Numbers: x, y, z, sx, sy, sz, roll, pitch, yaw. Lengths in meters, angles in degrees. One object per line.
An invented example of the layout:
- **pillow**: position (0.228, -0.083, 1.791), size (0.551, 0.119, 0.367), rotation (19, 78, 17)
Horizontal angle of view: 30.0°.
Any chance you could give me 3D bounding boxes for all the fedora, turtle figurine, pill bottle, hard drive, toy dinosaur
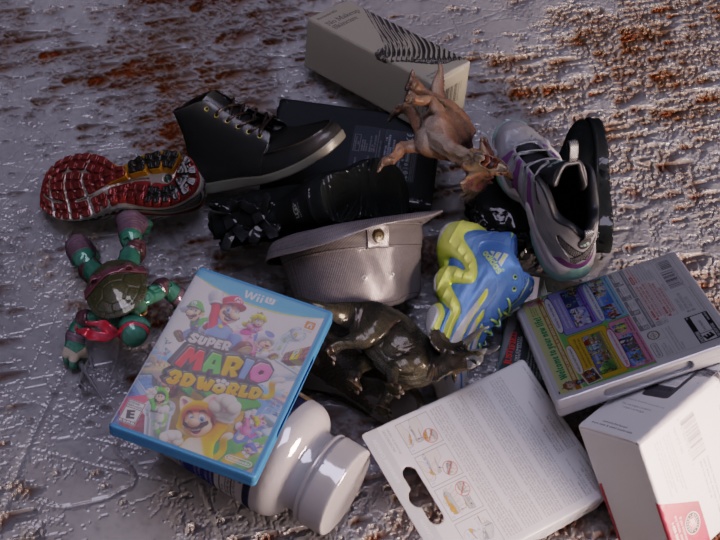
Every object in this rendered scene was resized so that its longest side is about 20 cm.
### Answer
- **fedora**: position (0.000, 0.000, 1.412), size (0.198, 0.176, 0.091), rotation (-8, 84, -39)
- **turtle figurine**: position (-0.244, 0.031, 1.393), size (0.148, 0.101, 0.201), rotation (-12, 49, -13)
- **pill bottle**: position (-0.096, 0.162, 1.282), size (0.199, 0.120, 0.120), rotation (28, 56, 16)
- **hard drive**: position (-0.009, -0.131, 1.567), size (0.198, 0.033, 0.141), rotation (9, 53, 2)
- **toy dinosaur**: position (0.027, 0.076, 1.328), size (0.199, 0.077, 0.102), rotation (27, 55, 22)
- **toy dinosaur**: position (0.099, -0.145, 1.463), size (0.134, 0.086, 0.201), rotation (21, 33, -8)

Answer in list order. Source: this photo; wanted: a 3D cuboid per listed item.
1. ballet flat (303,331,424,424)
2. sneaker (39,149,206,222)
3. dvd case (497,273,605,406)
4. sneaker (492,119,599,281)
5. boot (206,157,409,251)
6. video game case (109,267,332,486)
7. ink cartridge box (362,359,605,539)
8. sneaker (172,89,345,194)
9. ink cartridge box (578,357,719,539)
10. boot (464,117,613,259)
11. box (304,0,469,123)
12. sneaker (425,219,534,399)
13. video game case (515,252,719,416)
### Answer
- **ballet flat**: position (-0.018, 0.101, 1.383), size (0.199, 0.068, 0.046), rotation (27, 14, 19)
- **sneaker**: position (-0.264, -0.082, 1.495), size (0.198, 0.082, 0.079), rotation (0, 72, 15)
- **dvd case**: position (0.250, 0.078, 1.433), size (0.198, 0.022, 0.147), rotation (11, 53, 3)
- **sneaker**: position (0.200, -0.103, 1.398), size (0.077, 0.140, 0.201), rotation (-19, 64, -13)
- **boot**: position (-0.058, -0.068, 1.463), size (0.161, 0.074, 0.198), rotation (-12, 2, 34)
- **video game case**: position (-0.125, 0.093, 1.247), size (0.142, 0.018, 0.201), rotation (18, 50, 9)
- **ink cartridge box**: position (0.119, 0.193, 1.301), size (0.198, 0.057, 0.163), rotation (-24, 65, -21)
- **sneaker**: position (-0.118, -0.154, 1.474), size (0.198, 0.107, 0.075), rotation (-13, 20, 28)
- **ink cartridge box**: position (0.322, 0.160, 1.289), size (0.199, 0.146, 0.083), rotation (-33, 23, -27)
- **boot**: position (0.199, -0.096, 1.526), size (0.160, 0.074, 0.200), rotation (2, 54, 2)
- **box**: position (0.030, -0.248, 1.614), size (0.199, 0.069, 0.082), rotation (31, 45, 28)
- **sneaker**: position (0.125, 0.039, 1.391), size (0.104, 0.076, 0.202), rotation (-2, 68, 16)
- **video game case**: position (0.259, 0.059, 1.339), size (0.180, 0.022, 0.200), rotation (-19, 26, 3)
